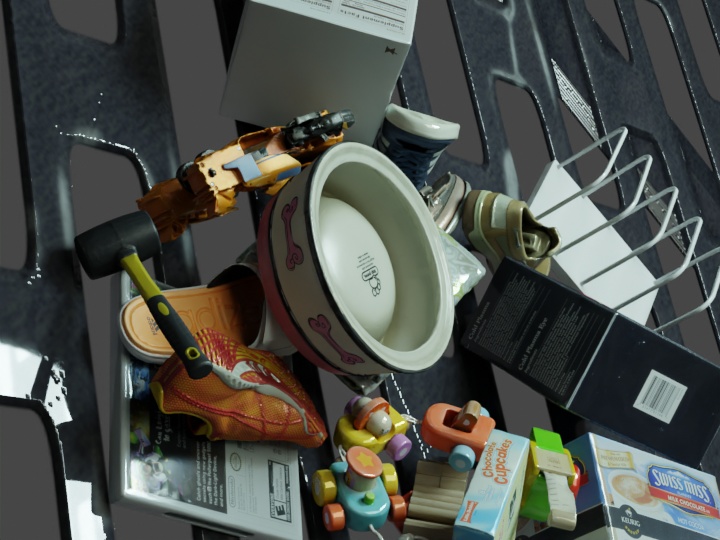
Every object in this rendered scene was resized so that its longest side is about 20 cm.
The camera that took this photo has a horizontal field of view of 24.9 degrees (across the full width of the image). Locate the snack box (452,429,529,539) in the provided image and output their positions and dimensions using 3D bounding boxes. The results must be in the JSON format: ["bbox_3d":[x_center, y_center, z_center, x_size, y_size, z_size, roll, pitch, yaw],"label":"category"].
[{"bbox_3d":[0.101,0.245,1.365,0.037,0.201,0.116,14,39,13],"label":"snack box"}]

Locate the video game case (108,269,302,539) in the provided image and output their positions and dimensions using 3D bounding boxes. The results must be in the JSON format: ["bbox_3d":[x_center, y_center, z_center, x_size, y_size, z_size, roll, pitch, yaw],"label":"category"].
[{"bbox_3d":[-0.126,0.113,1.324,0.181,0.023,0.201,23,50,-38],"label":"video game case"}]

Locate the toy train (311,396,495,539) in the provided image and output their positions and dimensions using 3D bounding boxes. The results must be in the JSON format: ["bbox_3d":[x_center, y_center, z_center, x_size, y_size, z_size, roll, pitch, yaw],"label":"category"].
[{"bbox_3d":[0.044,0.159,1.395,0.150,0.056,0.200,21,38,10],"label":"toy train"}]

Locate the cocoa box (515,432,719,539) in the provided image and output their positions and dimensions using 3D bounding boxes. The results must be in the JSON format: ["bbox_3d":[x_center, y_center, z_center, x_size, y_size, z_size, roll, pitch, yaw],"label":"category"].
[{"bbox_3d":[0.243,0.255,1.546,0.200,0.133,0.132,21,49,-38],"label":"cocoa box"}]

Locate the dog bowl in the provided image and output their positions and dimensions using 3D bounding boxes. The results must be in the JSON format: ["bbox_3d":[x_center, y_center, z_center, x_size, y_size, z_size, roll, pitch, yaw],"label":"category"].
[{"bbox_3d":[-0.007,-0.002,1.357,0.200,0.074,0.201,34,45,-43],"label":"dog bowl"}]

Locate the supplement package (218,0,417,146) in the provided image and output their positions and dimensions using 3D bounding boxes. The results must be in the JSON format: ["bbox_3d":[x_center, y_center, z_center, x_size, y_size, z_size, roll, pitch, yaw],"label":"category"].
[{"bbox_3d":[-0.033,-0.245,1.532,0.150,0.152,0.201,15,49,-7],"label":"supplement package"}]

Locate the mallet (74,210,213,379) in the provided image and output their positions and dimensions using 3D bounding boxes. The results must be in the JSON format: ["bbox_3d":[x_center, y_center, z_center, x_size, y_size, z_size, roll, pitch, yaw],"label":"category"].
[{"bbox_3d":[-0.168,0.023,1.246,0.200,0.066,0.041,-121,-164,-49],"label":"mallet"}]

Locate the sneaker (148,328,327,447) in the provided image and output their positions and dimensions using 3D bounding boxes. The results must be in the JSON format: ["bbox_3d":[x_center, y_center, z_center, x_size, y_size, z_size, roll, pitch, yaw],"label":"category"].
[{"bbox_3d":[-0.096,0.103,1.301,0.200,0.077,0.073,33,21,-50],"label":"sneaker"}]

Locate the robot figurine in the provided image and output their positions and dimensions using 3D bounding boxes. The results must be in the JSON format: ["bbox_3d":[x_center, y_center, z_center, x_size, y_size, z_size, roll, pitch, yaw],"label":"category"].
[{"bbox_3d":[-0.090,-0.086,1.415,0.200,0.145,0.058,-24,89,-43],"label":"robot figurine"}]

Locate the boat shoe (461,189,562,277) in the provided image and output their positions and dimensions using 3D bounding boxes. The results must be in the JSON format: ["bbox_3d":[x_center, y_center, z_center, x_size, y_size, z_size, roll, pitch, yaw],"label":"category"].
[{"bbox_3d":[0.169,-0.025,1.657,0.200,0.076,0.072,32,63,-63],"label":"boat shoe"}]

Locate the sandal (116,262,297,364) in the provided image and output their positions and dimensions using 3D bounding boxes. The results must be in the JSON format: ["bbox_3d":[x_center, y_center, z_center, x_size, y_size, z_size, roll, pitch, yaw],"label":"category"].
[{"bbox_3d":[-0.100,0.034,1.325,0.206,0.059,0.079,-11,73,-44],"label":"sandal"}]

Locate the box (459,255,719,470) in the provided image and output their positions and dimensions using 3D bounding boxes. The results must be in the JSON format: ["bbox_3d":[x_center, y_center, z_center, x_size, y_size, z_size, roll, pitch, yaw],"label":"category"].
[{"bbox_3d":[0.235,0.089,1.601,0.200,0.182,0.104,26,92,-36],"label":"box"}]

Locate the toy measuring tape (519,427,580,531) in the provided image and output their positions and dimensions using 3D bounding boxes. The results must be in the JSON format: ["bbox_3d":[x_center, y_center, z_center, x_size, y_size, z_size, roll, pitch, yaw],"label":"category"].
[{"bbox_3d":[0.159,0.199,1.420,0.074,0.074,0.200,48,12,-12],"label":"toy measuring tape"}]

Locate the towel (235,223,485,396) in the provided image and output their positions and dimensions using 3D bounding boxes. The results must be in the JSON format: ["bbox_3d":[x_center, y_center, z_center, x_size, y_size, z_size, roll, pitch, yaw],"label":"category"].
[{"bbox_3d":[0.000,0.000,1.480,0.171,0.048,0.200,44,50,2],"label":"towel"}]

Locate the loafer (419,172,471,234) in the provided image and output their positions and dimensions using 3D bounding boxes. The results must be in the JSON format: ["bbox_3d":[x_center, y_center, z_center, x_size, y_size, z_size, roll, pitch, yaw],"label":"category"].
[{"bbox_3d":[0.052,-0.041,1.597,0.063,0.072,0.200,40,43,-11],"label":"loafer"}]

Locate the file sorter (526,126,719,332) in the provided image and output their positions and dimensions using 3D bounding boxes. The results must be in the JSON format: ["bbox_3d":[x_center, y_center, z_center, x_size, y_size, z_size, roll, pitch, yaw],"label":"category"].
[{"bbox_3d":[0.297,-0.039,1.821,0.200,0.124,0.139,48,38,-12],"label":"file sorter"}]

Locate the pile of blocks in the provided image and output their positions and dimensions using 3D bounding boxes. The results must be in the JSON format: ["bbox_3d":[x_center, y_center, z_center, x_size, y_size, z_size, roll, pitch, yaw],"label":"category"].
[{"bbox_3d":[0.052,0.238,1.419,0.062,0.082,0.200,9,34,7],"label":"pile of blocks"}]

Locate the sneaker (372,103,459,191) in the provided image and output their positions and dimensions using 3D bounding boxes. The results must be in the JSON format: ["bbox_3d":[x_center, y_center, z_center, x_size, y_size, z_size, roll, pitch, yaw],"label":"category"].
[{"bbox_3d":[0.044,-0.107,1.554,0.075,0.200,0.085,18,90,-3],"label":"sneaker"}]
